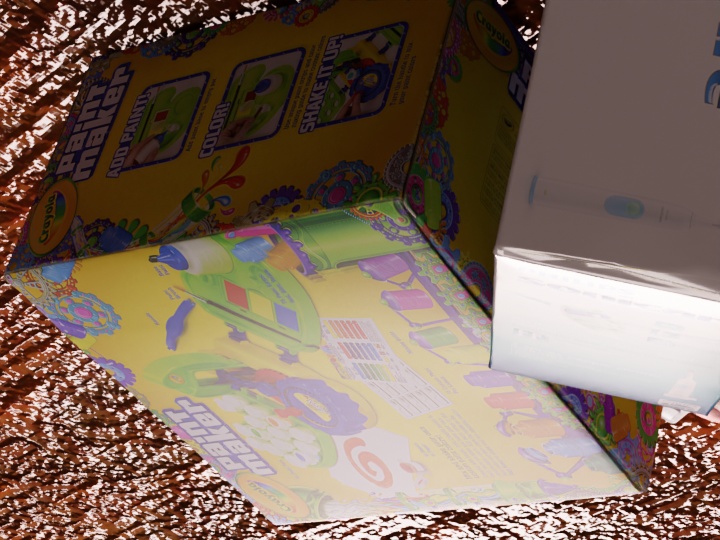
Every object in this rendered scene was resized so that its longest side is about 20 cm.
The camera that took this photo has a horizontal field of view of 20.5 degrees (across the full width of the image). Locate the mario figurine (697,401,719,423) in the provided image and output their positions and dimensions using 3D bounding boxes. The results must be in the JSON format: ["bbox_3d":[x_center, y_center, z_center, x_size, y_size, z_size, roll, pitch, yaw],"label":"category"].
[{"bbox_3d":[0.188,0.039,0.762,0.106,0.200,0.123,41,97,-9],"label":"mario figurine"}]

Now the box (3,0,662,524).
[{"bbox_3d":[0.000,0.000,0.823,0.193,0.122,0.200,-10,139,33],"label":"box"}]

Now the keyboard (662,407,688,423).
[{"bbox_3d":[0.165,0.011,0.873,0.056,0.011,0.200,36,143,-2],"label":"keyboard"}]

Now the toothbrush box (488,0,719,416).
[{"bbox_3d":[0.095,-0.044,0.629,0.085,0.146,0.200,12,170,5],"label":"toothbrush box"}]
